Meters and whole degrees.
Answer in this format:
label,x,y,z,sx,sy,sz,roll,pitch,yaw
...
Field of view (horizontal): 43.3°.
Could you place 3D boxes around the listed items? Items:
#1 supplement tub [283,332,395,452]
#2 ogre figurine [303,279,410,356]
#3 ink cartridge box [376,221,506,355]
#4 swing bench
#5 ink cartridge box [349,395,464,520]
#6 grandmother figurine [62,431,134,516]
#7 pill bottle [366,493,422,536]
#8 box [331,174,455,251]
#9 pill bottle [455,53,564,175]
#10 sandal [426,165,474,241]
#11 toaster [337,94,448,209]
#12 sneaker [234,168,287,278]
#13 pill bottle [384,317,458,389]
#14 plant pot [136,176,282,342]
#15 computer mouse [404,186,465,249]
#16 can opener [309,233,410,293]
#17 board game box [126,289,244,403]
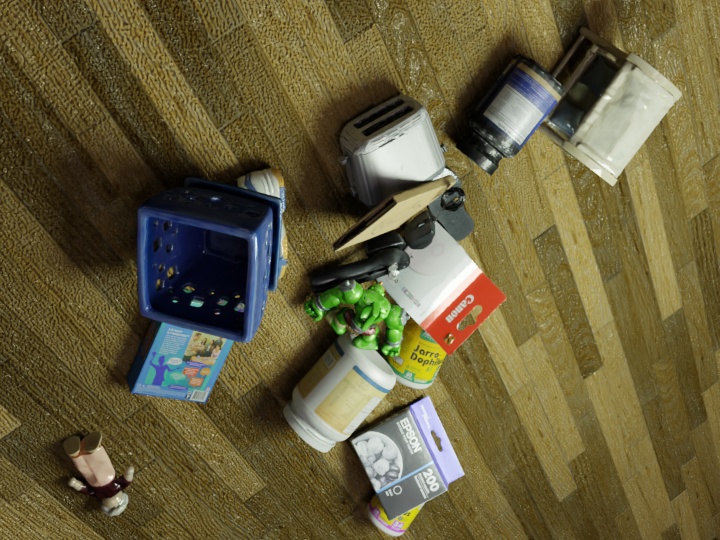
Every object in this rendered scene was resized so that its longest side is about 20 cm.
label,x,y,z,sx,sy,sz,roll,pitch,yaw
supplement tub,-0.042,0.238,1.767,0.200,0.145,0.144,-48,131,7
ogre figurine,0.008,0.084,1.675,0.120,0.200,0.098,-47,-179,42
ink cartridge box,0.151,0.031,1.716,0.163,0.200,0.057,-45,160,4
swing bench,0.433,-0.299,1.650,0.129,0.200,0.200,26,105,-39
ink cartridge box,0.105,0.405,1.958,0.198,0.043,0.200,-27,95,-7
grandmother figurine,-0.475,0.382,1.675,0.119,0.061,0.202,-4,130,6
pill bottle,0.105,0.490,2.045,0.103,0.104,0.202,21,107,-38
box,0.059,-0.100,1.577,0.163,0.021,0.199,-37,172,38
pill bottle,0.264,-0.276,1.627,0.111,0.112,0.201,29,104,-39
sandal,0.160,-0.126,1.716,0.076,0.043,0.201,-34,142,-4
toaster,0.058,-0.209,1.553,0.198,0.114,0.130,-29,128,-8
sneaker,-0.171,-0.077,1.544,0.087,0.075,0.203,-8,118,-11
pill bottle,0.130,0.125,1.813,0.111,0.113,0.202,8,116,-33
plant pot,-0.225,-0.031,1.431,0.197,0.180,0.203,13,121,11
computer mouse,0.128,-0.094,1.633,0.034,0.060,0.200,3,152,-25
can opener,0.000,0.000,1.691,0.197,0.079,0.064,-23,139,-4
board game box,-0.309,0.135,1.611,0.150,0.045,0.202,15,112,-35
